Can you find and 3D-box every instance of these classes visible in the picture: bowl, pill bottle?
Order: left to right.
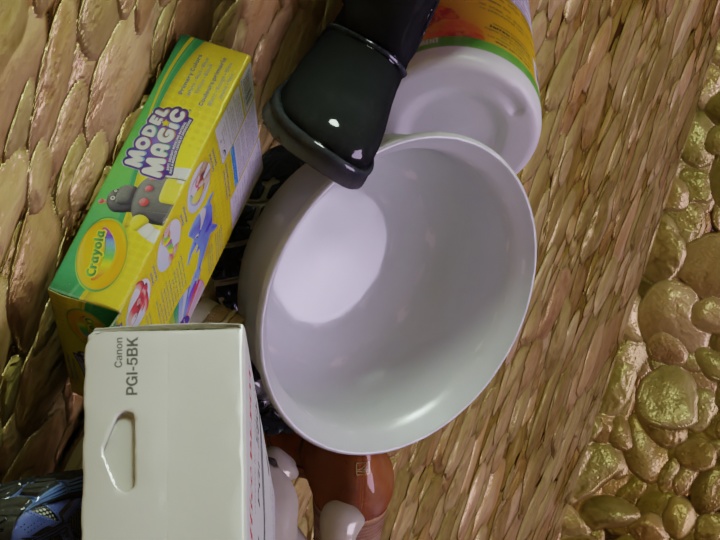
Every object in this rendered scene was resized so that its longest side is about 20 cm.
[{"bbox_3d":[0.000,0.000,1.775,0.200,0.090,0.202,-17,121,-32],"label":"bowl"},{"bbox_3d":[0.053,-0.148,1.892,0.200,0.110,0.111,-92,-172,-49],"label":"pill bottle"}]

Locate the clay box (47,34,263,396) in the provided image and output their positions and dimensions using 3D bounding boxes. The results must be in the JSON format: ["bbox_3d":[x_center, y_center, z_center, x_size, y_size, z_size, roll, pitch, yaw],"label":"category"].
[{"bbox_3d":[-0.113,-0.014,1.625,0.115,0.047,0.201,86,26,-59],"label":"clay box"}]

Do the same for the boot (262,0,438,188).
[{"bbox_3d":[0.028,-0.155,1.627,0.200,0.065,0.165,-55,-168,16],"label":"boot"}]

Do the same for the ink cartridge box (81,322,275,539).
[{"bbox_3d":[-0.090,0.137,1.553,0.200,0.082,0.147,84,3,-61],"label":"ink cartridge box"}]

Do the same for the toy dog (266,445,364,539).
[{"bbox_3d":[-0.093,0.187,1.878,0.193,0.140,0.200,-26,148,-21],"label":"toy dog"}]

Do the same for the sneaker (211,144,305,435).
[{"bbox_3d":[-0.058,0.000,1.876,0.086,0.077,0.201,-92,-172,-55],"label":"sneaker"}]

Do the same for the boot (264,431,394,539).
[{"bbox_3d":[-0.019,0.082,1.984,0.200,0.076,0.156,-99,-168,-53],"label":"boot"}]

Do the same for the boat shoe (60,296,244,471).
[{"bbox_3d":[-0.127,0.108,1.711,0.073,0.063,0.202,42,68,-76],"label":"boat shoe"}]

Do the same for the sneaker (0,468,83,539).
[{"bbox_3d":[-0.159,0.150,1.554,0.200,0.075,0.079,48,29,-74],"label":"sneaker"}]
